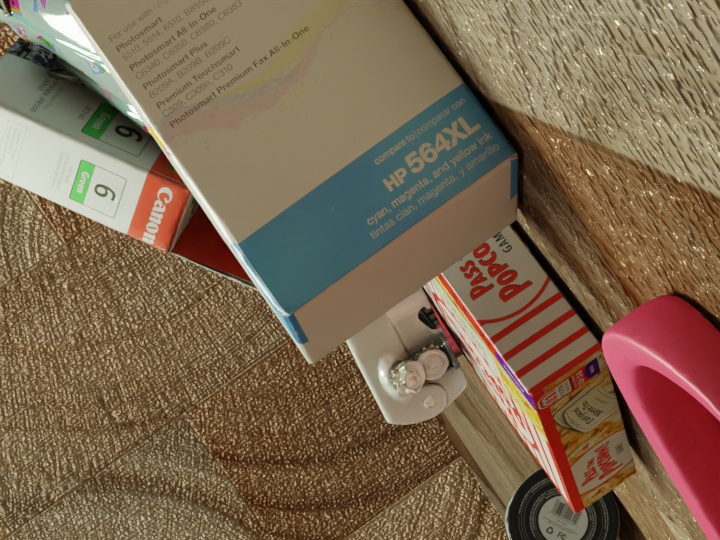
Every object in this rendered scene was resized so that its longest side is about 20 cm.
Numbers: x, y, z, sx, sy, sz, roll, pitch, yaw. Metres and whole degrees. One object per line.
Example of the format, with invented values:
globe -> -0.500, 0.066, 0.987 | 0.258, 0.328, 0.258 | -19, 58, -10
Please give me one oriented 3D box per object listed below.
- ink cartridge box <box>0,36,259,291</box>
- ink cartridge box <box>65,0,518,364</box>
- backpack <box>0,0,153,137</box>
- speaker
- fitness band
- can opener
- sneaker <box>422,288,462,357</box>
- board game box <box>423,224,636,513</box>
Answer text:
ink cartridge box -> -0.116, -0.067, 1.137 | 0.199, 0.051, 0.109 | 24, -146, 1
ink cartridge box -> -0.034, -0.081, 0.922 | 0.201, 0.125, 0.129 | 55, 177, 12
backpack -> -0.110, -0.162, 1.095 | 0.200, 0.167, 0.127 | 36, 158, 30
speaker -> 0.150, 0.197, 1.483 | 0.081, 0.081, 0.200 | 55, 177, 15
fitness band -> 0.155, 0.097, 0.747 | 0.201, 0.037, 0.144 | 58, 179, -24
can opener -> 0.000, 0.000, 1.125 | 0.201, 0.052, 0.067 | 63, 180, -25
sneaker -> 0.039, -0.001, 1.282 | 0.200, 0.079, 0.096 | 70, 177, -74
board game box -> 0.082, 0.032, 1.079 | 0.152, 0.046, 0.200 | 55, 177, 27
